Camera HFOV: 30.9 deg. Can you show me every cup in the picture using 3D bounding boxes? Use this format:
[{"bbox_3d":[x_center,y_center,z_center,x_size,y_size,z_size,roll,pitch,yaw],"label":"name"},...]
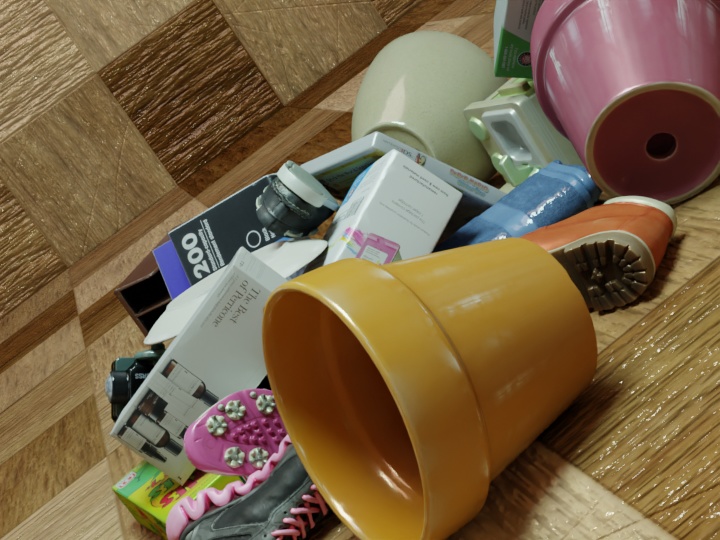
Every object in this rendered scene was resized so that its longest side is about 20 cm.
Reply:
[{"bbox_3d":[0.067,-0.154,1.497,0.199,0.201,0.143,-24,17,36],"label":"cup"}]

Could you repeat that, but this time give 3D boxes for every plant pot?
[{"bbox_3d":[0.058,0.069,0.911,0.182,0.202,0.200,-24,9,-27],"label":"plant pot"},{"bbox_3d":[0.255,-0.161,1.167,0.199,0.200,0.180,-29,32,23],"label":"plant pot"}]

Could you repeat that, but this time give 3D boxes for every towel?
[{"bbox_3d":[0.141,-0.030,1.262,0.199,0.049,0.112,-36,15,-3],"label":"towel"}]

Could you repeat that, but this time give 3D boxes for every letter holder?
[{"bbox_3d":[-0.248,-0.002,1.941,0.141,0.101,0.200,-24,19,31],"label":"letter holder"}]

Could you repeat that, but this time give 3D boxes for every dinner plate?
[{"bbox_3d":[-0.123,0.013,1.242,0.199,0.024,0.200,-29,9,5],"label":"dinner plate"}]

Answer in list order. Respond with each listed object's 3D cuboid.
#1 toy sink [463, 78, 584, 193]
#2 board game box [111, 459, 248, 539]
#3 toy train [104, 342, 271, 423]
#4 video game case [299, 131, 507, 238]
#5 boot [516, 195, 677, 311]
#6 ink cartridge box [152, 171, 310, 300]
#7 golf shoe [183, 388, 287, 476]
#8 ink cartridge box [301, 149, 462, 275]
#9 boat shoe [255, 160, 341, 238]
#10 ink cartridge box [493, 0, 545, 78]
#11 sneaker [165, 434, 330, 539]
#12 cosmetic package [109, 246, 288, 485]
[{"bbox_3d":[0.196,-0.157,1.400,0.200,0.113,0.130,-40,15,-15],"label":"toy sink"},{"bbox_3d":[-0.157,0.202,1.217,0.101,0.048,0.199,-41,15,-19],"label":"board game box"},{"bbox_3d":[-0.154,0.115,1.271,0.197,0.086,0.114,0,-10,-21],"label":"toy train"},{"bbox_3d":[0.048,-0.085,1.382,0.199,0.180,0.023,-12,58,64],"label":"video game case"},{"bbox_3d":[0.172,-0.009,1.099,0.198,0.076,0.107,-10,25,41],"label":"boot"},{"bbox_3d":[-0.130,0.027,1.413,0.199,0.200,0.043,-28,-8,27],"label":"ink cartridge box"},{"bbox_3d":[-0.072,0.138,1.116,0.198,0.076,0.091,-12,-15,-39],"label":"golf shoe"},{"bbox_3d":[0.000,0.000,1.260,0.201,0.084,0.144,-60,9,-12],"label":"ink cartridge box"},{"bbox_3d":[-0.067,-0.068,1.315,0.060,0.075,0.200,-50,-7,5],"label":"boat shoe"},{"bbox_3d":[0.236,-0.261,1.279,0.197,0.147,0.085,3,58,0],"label":"ink cartridge box"},{"bbox_3d":[-0.060,0.193,1.018,0.199,0.079,0.096,-34,37,10],"label":"sneaker"},{"bbox_3d":[-0.129,0.085,1.133,0.201,0.082,0.051,-53,9,18],"label":"cosmetic package"}]
